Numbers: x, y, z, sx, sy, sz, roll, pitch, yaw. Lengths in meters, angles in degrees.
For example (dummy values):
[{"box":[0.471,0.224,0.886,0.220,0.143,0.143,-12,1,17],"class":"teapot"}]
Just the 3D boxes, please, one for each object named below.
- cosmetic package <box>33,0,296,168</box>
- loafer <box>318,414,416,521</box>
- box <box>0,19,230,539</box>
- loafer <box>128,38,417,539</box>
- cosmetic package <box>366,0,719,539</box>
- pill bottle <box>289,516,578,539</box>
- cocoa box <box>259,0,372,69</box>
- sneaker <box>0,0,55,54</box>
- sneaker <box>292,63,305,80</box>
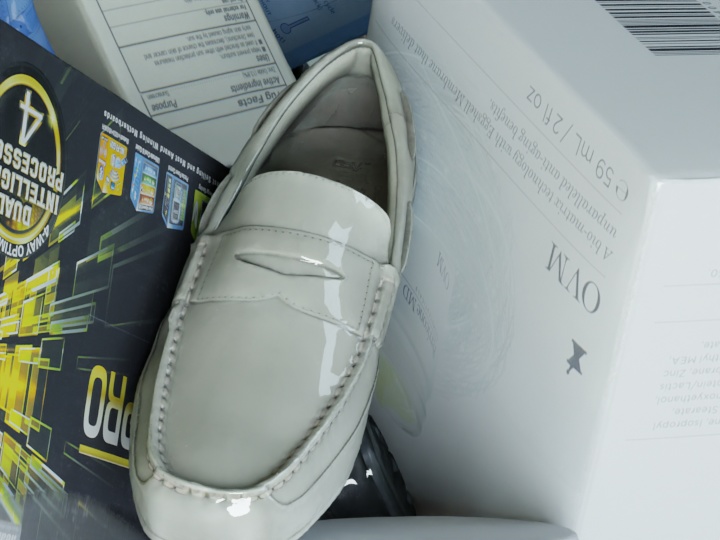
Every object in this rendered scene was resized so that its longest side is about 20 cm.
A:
[{"box":[-0.111,-0.112,0.896,0.103,0.087,0.200,-17,80,-53],"class":"cosmetic package"},{"box":[-0.038,0.063,0.809,0.068,0.070,0.201,65,-14,-16],"class":"loafer"},{"box":[-0.094,0.028,0.676,0.200,0.049,0.161,35,62,-67],"class":"box"},{"box":[-0.023,0.003,0.694,0.200,0.070,0.070,-76,174,-52],"class":"loafer"},{"box":[0.080,0.010,0.783,0.199,0.123,0.200,-127,-141,-53],"class":"cosmetic package"},{"box":[0.018,0.173,0.673,0.120,0.120,0.200,1,88,-77],"class":"pill bottle"},{"box":[-0.019,-0.204,0.978,0.200,0.133,0.131,59,40,-13],"class":"cocoa box"},{"box":[-0.129,-0.066,0.805,0.111,0.077,0.200,40,29,-50],"class":"sneaker"},{"box":[-0.054,-0.053,1.039,0.074,0.087,0.200,-34,96,-36],"class":"sneaker"}]
